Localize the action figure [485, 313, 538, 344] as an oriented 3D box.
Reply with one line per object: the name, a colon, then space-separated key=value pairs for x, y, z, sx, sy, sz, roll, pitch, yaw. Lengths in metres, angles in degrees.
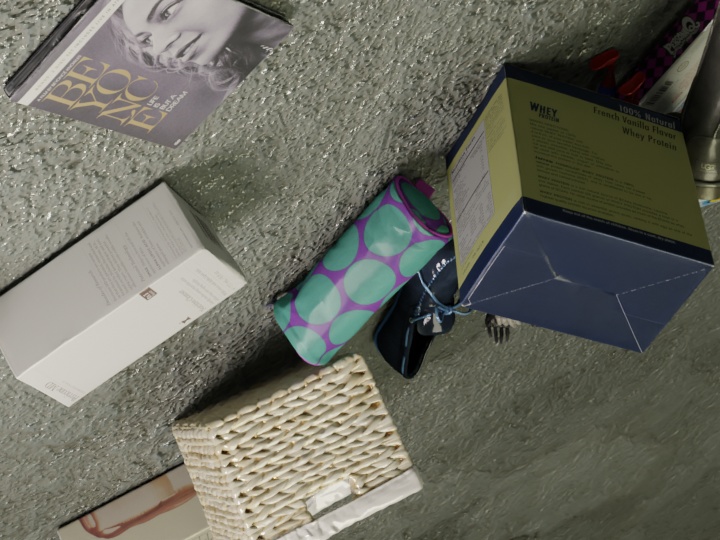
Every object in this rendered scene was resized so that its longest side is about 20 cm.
action figure: x=0.192 y=0.010 z=1.953 sx=0.119 sy=0.102 sz=0.200 roll=-15 pitch=153 yaw=-10

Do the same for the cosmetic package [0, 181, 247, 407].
cosmetic package: x=-0.215 y=0.023 z=1.531 sx=0.200 sy=0.081 sz=0.113 roll=-37 pitch=156 yaw=5

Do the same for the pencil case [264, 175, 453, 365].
pencil case: x=0.000 y=0.000 z=1.733 sx=0.200 sy=0.085 sz=0.092 roll=-45 pitch=-170 yaw=21

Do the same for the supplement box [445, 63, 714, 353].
supplement box: x=0.201 y=-0.058 z=1.654 sx=0.200 sy=0.200 sz=0.134 roll=15 pitch=134 yaw=-19

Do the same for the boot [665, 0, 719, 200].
boot: x=0.343 y=-0.189 z=1.717 sx=0.072 sy=0.182 sz=0.201 roll=1 pitch=115 yaw=-10

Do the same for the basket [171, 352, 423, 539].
basket: x=-0.072 y=0.196 z=1.822 sx=0.198 sy=0.161 sz=0.200 roll=-25 pitch=-177 yaw=-18

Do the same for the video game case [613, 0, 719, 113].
video game case: x=0.379 y=-0.234 z=1.816 sx=0.181 sy=0.036 sz=0.200 roll=-2 pitch=140 yaw=-47

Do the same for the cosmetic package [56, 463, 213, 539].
cosmetic package: x=-0.231 y=0.298 z=1.980 sx=0.200 sy=0.087 sz=0.103 roll=-26 pitch=155 yaw=-16

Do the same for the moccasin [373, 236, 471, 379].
moccasin: x=0.081 y=0.042 z=1.916 sx=0.080 sy=0.068 sz=0.200 roll=-17 pitch=150 yaw=-30

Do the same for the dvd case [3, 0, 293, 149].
dvd case: x=-0.158 y=-0.164 z=1.346 sx=0.149 sy=0.016 sz=0.200 roll=-43 pitch=152 yaw=20

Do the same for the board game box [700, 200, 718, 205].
board game box: x=0.453 y=-0.119 z=1.967 sx=0.199 sy=0.047 sz=0.151 roll=-16 pitch=176 yaw=7

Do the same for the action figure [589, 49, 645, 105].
action figure: x=0.231 y=-0.129 z=1.796 sx=0.099 sy=0.065 sz=0.200 roll=-35 pitch=155 yaw=-16
